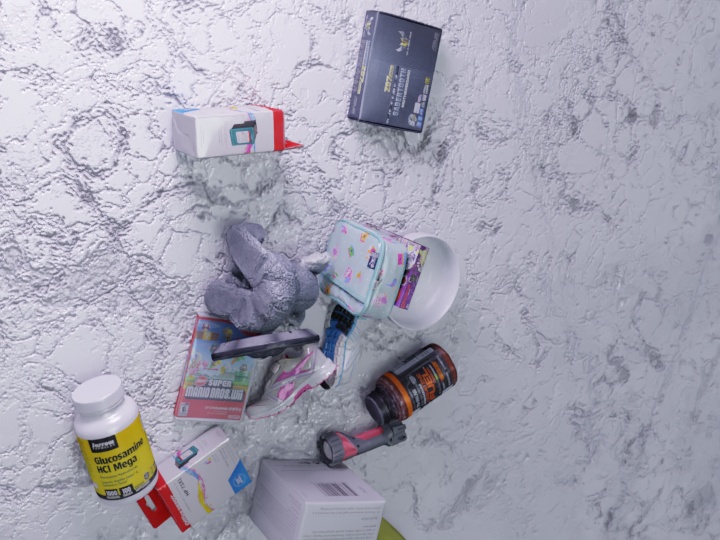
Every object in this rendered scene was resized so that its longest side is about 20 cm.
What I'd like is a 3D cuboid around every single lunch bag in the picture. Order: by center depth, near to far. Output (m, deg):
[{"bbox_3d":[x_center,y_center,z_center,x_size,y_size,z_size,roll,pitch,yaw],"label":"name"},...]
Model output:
[{"bbox_3d":[0.000,0.000,1.536,0.076,0.199,0.164,16,98,-33],"label":"lunch bag"}]

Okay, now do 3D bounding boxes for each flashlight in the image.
[{"bbox_3d":[0.004,0.354,1.737,0.196,0.067,0.070,-15,109,-34],"label":"flashlight"}]

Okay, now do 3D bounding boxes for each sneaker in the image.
[{"bbox_3d":[-0.144,0.213,1.588,0.198,0.081,0.089,-35,87,-5],"label":"sneaker"},{"bbox_3d":[-0.027,0.139,1.651,0.086,0.074,0.205,5,105,-47],"label":"sneaker"}]

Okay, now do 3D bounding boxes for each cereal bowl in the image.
[{"bbox_3d":[0.106,0.016,1.683,0.196,0.083,0.206,-10,110,-30],"label":"cereal bowl"}]

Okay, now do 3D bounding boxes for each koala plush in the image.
[{"bbox_3d":[-0.146,0.031,1.481,0.198,0.182,0.181,7,112,-53],"label":"koala plush"}]

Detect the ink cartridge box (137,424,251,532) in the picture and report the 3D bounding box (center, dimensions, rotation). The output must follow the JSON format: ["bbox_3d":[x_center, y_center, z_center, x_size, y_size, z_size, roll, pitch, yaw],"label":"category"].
[{"bbox_3d":[-0.317,0.401,1.531,0.198,0.067,0.118,-34,120,-20],"label":"ink cartridge box"}]

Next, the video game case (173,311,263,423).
[{"bbox_3d":[-0.263,0.186,1.531,0.140,0.017,0.205,10,99,-35],"label":"video game case"}]

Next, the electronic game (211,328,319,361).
[{"bbox_3d":[-0.168,0.137,1.453,0.196,0.199,0.043,-7,85,-31],"label":"electronic game"}]

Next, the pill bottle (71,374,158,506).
[{"bbox_3d":[-0.423,0.288,1.398,0.111,0.112,0.205,-22,116,-25],"label":"pill bottle"}]

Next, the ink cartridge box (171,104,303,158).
[{"bbox_3d":[-0.204,-0.237,1.370,0.196,0.115,0.069,-11,110,-31],"label":"ink cartridge box"}]

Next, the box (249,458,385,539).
[{"bbox_3d":[-0.088,0.476,1.627,0.195,0.199,0.134,11,98,-35],"label":"box"}]

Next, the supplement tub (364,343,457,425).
[{"bbox_3d":[0.105,0.248,1.740,0.198,0.106,0.109,-31,119,-22],"label":"supplement tub"}]

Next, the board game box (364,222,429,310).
[{"bbox_3d":[0.049,-0.012,1.565,0.032,0.199,0.123,12,98,-33],"label":"board game box"}]

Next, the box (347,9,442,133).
[{"bbox_3d":[0.065,-0.375,1.555,0.154,0.051,0.205,4,102,-33],"label":"box"}]

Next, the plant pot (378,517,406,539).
[{"bbox_3d":[0.039,0.636,1.792,0.185,0.186,0.203,-33,105,-20],"label":"plant pot"}]
